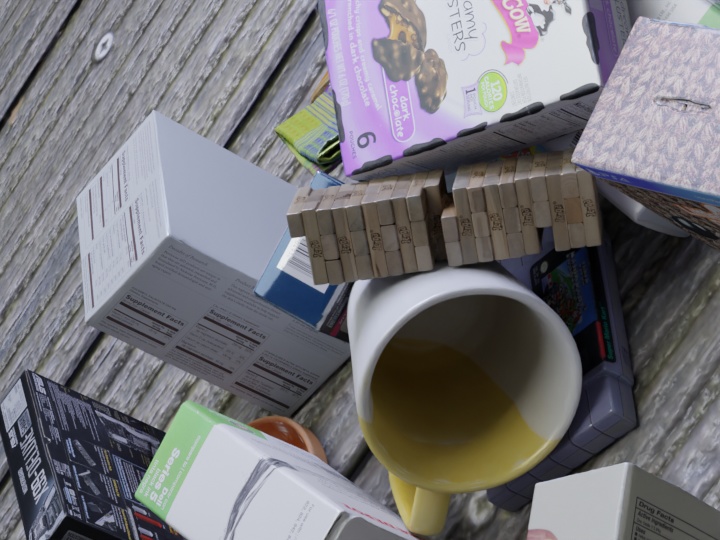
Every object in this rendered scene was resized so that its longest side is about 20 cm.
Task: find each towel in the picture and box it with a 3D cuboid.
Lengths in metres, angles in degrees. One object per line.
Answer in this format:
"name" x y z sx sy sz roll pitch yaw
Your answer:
"towel" 0.025 -0.151 1.679 0.200 0.023 0.144 -42 19 0

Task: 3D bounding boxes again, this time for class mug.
"mug" 0.045 0.061 1.559 0.187 0.149 0.153 -48 25 11

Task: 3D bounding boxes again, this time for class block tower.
"block tower" 0.056 -0.034 1.507 0.199 0.058 0.054 -7 18 10

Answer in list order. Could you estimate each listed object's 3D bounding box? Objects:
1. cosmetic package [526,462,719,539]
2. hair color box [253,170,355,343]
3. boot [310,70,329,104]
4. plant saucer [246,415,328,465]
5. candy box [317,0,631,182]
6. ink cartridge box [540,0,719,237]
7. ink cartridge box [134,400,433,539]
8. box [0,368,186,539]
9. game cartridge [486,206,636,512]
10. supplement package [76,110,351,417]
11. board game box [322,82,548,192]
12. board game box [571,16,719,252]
"cosmetic package" 0.149 0.229 1.366 0.087 0.103 0.201 -18 50 48
"hair color box" 0.000 0.000 1.683 0.060 0.200 0.100 29 92 19
"boot" 0.041 -0.213 1.919 0.201 0.071 0.145 -34 33 38
"plant saucer" -0.087 0.212 1.800 0.200 0.032 0.201 -37 38 36
"candy box" 0.076 -0.163 1.528 0.199 0.071 0.169 -18 73 30
"ink cartridge box" 0.173 -0.141 1.554 0.200 0.084 0.146 43 106 31
"ink cartridge box" -0.040 0.183 1.607 0.200 0.145 0.084 30 91 49
"box" -0.196 0.176 1.808 0.050 0.157 0.200 -52 33 16
"game cartridge" 0.128 0.053 1.602 0.130 0.038 0.201 -44 35 35
"supplement package" -0.111 -0.004 1.838 0.111 0.199 0.156 -45 35 26
"board game box" 0.059 -0.103 1.754 0.103 0.105 0.200 -56 31 10
"board game box" 0.254 -0.053 1.332 0.159 0.199 0.097 19 82 59
